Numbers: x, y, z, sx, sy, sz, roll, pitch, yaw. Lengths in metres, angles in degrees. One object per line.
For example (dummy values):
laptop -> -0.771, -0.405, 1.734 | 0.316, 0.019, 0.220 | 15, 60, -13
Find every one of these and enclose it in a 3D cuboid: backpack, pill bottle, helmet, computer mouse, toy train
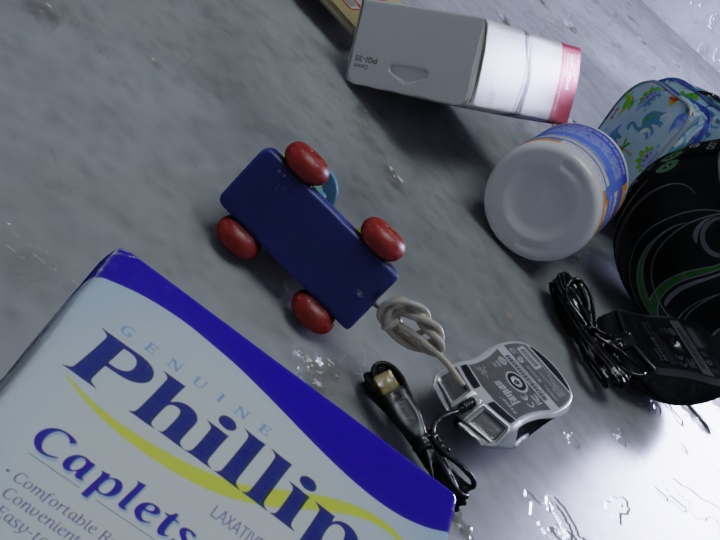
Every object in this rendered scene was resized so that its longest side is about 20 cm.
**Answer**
backpack -> 0.345, -0.127, 1.490 | 0.146, 0.183, 0.200 | 30, 16, -21
pill bottle -> 0.198, -0.083, 1.280 | 0.112, 0.112, 0.200 | 47, 25, 6
helmet -> 0.349, -0.024, 1.322 | 0.199, 0.191, 0.201 | 17, 56, -27
computer mouse -> 0.081, 0.099, 0.911 | 0.110, 0.044, 0.199 | 49, 31, 21
toy train -> 0.000, 0.000, 0.905 | 0.200, 0.085, 0.116 | 45, 12, 1
computer mouse -> 0.259, 0.078, 1.206 | 0.199, 0.053, 0.139 | 14, 36, -30

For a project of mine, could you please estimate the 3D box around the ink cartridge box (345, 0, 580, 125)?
ink cartridge box -> 0.103, -0.199, 1.277 | 0.146, 0.083, 0.200 | 17, 9, 33

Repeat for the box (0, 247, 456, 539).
box -> -0.079, 0.121, 0.488 | 0.184, 0.105, 0.200 | 37, 33, -10

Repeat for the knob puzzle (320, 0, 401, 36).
knob puzzle -> -0.026, -0.305, 1.379 | 0.219, 0.030, 0.220 | 34, 27, -20
